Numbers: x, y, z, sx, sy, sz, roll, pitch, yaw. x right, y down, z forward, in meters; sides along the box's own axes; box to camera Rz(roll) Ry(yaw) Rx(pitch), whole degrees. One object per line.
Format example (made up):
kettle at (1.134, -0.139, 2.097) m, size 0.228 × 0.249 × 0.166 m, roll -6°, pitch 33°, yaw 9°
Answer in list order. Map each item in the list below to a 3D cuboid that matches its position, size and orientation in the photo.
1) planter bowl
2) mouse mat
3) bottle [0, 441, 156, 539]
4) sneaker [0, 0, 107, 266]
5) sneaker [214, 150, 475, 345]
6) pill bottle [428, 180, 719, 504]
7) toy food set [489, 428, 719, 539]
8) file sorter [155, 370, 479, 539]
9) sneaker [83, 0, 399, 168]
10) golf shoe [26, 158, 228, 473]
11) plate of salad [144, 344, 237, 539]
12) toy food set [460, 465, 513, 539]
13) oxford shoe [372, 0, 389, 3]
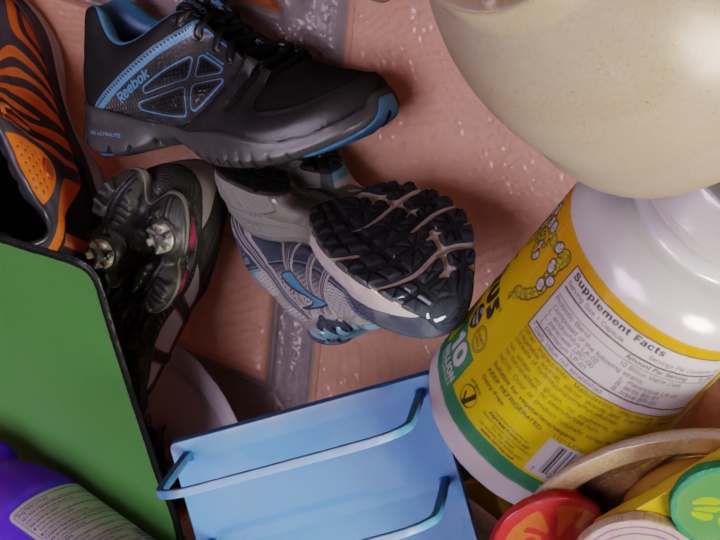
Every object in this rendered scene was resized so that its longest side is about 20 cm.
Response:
planter bowl at (0.104, -0.147, 1.241) m, size 0.199 × 0.134 × 0.202 m, roll -16°, pitch 64°, yaw 38°
mouse mat at (-0.174, 0.059, 1.528) m, size 0.160 × 0.008 × 0.201 m, roll 16°, pitch 135°, yaw 37°
bottle at (-0.173, 0.146, 1.532) m, size 0.199 × 0.083 × 0.066 m, roll 32°, pitch 113°, yaw 21°
sneaker at (-0.204, -0.092, 1.536) m, size 0.077 × 0.112 × 0.201 m, roll -36°, pitch 75°, yaw 13°
sneaker at (0.000, 0.000, 1.448) m, size 0.200 × 0.077 × 0.087 m, roll 35°, pitch 140°, yaw 53°
pill bottle at (0.126, 0.016, 1.352) m, size 0.113 × 0.113 × 0.200 m, roll 48°, pitch 128°, yaw 12°
toy food set at (0.158, 0.151, 1.360) m, size 0.200 × 0.049 × 0.198 m, roll -33°, pitch 121°, yaw 31°
file sorter at (-0.007, 0.171, 1.387) m, size 0.138 × 0.123 × 0.201 m, roll -15°, pitch 95°, yaw 6°
sneaker at (-0.070, -0.100, 1.479) m, size 0.199 × 0.073 × 0.083 m, roll 4°, pitch 107°, yaw 34°
golf shoe at (-0.119, 0.027, 1.547) m, size 0.077 × 0.088 × 0.201 m, roll 39°, pitch 123°, yaw 17°
plate of salad at (-0.125, 0.135, 1.595) m, size 0.199 × 0.048 × 0.202 m, roll 10°, pitch 103°, yaw 48°
toy food set at (0.036, 0.200, 1.515) m, size 0.197 × 0.049 × 0.201 m, roll -14°, pitch 97°, yaw 38°
oxford shoe at (-0.056, -0.200, 1.435) m, size 0.199 × 0.070 × 0.075 m, roll 34°, pitch 129°, yaw 23°
